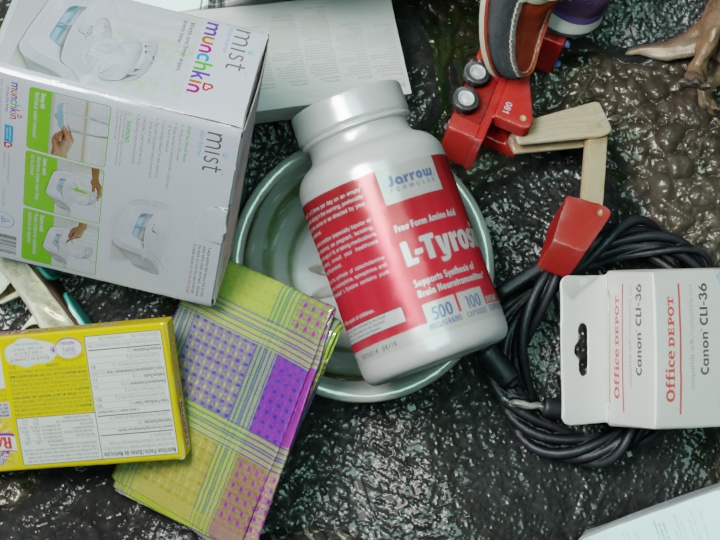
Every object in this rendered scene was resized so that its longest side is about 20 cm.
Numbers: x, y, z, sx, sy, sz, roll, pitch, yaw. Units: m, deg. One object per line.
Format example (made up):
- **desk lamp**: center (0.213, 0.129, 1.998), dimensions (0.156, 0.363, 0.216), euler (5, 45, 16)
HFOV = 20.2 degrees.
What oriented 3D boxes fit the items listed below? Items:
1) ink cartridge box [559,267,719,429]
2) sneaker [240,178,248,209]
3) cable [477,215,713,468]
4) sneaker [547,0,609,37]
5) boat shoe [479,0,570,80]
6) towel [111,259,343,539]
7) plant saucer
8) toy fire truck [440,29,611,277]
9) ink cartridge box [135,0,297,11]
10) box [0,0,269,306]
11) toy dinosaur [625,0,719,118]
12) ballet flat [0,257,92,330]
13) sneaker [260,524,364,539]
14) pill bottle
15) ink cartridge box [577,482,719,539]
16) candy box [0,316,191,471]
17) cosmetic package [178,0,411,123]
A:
- **ink cartridge box**: center (0.247, 0.057, 1.493), dimensions (0.199, 0.067, 0.118), euler (-2, 90, -25)
- **sneaker**: center (-0.177, -0.092, 1.509), dimensions (0.199, 0.086, 0.078), euler (26, 83, 0)
- **cable**: center (0.191, 0.052, 1.536), dimensions (0.199, 0.051, 0.164), euler (-30, 86, -8)
- **sneaker**: center (0.117, -0.272, 1.531), dimensions (0.200, 0.088, 0.076), euler (39, 49, 14)
- **boat shoe**: center (0.134, -0.229, 1.453), dimensions (0.062, 0.071, 0.202), euler (20, 113, 23)
- **towel**: center (-0.099, 0.099, 1.476), dimensions (0.143, 0.023, 0.201), euler (23, 95, 33)
- **plant saucer**: center (0.000, 0.000, 1.529), dimensions (0.198, 0.050, 0.202), euler (1, 84, -4)
- **toy fire truck**: center (0.136, -0.109, 1.524), dimensions (0.140, 0.049, 0.201), euler (23, 63, 0)
- **ink cartridge box**: center (-0.126, -0.256, 1.534), dimensions (0.198, 0.084, 0.147), euler (-13, 85, -7)
- **box**: center (-0.165, -0.084, 1.397), dimensions (0.175, 0.201, 0.097), euler (12, 52, -1)
- **toy dinosaur**: center (0.302, -0.195, 1.540), dimensions (0.085, 0.199, 0.137), euler (21, 75, -40)
- **ballet flat**: center (-0.243, 0.024, 1.503), dimensions (0.062, 0.067, 0.201), euler (-33, 86, 3)
- **sneaker**: center (-0.075, 0.251, 1.494), dimensions (0.198, 0.078, 0.091), euler (-17, 103, -2)
- **pill bottle**: center (0.023, -0.028, 1.452), dimensions (0.111, 0.112, 0.201), euler (-20, 85, -6)
- **ink cartridge box**: center (0.244, 0.275, 1.517), dimensions (0.199, 0.041, 0.201), euler (-18, 85, -6)
- **candy box**: center (-0.226, 0.092, 1.475), dimensions (0.198, 0.026, 0.103), euler (-5, 103, 12)
- **cosmetic package**: center (-0.065, -0.154, 1.511), dimensions (0.199, 0.051, 0.083), euler (-9, 81, -27)
